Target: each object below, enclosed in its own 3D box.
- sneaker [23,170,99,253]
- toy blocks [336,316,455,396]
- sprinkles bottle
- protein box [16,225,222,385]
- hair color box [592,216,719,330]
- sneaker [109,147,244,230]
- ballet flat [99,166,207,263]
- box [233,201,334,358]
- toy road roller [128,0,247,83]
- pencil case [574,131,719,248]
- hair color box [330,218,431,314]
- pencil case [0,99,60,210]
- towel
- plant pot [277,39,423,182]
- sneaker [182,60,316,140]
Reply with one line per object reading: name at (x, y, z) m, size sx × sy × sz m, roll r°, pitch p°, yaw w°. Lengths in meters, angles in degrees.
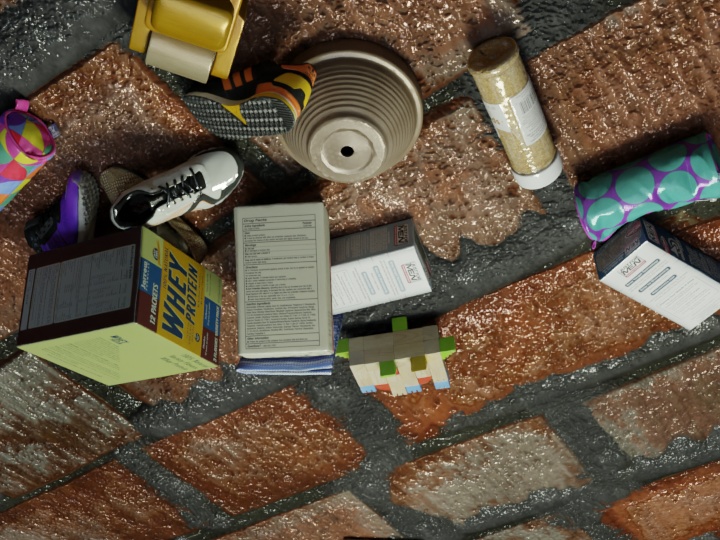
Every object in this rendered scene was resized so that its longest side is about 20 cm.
sneaker at (-0.430, -0.061, 1.283) m, size 0.097 × 0.071 × 0.202 m, roll 12°, pitch 133°, yaw -8°
toy blocks at (0.067, 0.157, 1.494) m, size 0.195 × 0.102 × 0.138 m, roll -9°, pitch 146°, yaw 9°
sprinkles bottle at (0.199, -0.197, 1.146) m, size 0.067 × 0.069 × 0.201 m, roll -18°, pitch 132°, yaw 18°
protein box at (-0.328, 0.057, 1.257) m, size 0.196 × 0.138 × 0.198 m, roll -11°, pitch 154°, yaw 22°
hair color box at (0.456, 0.005, 1.351) m, size 0.197 × 0.061 × 0.100 m, roll 25°, pitch 130°, yaw -24°
sneaker at (-0.244, -0.102, 1.202) m, size 0.197 × 0.080 × 0.075 m, roll -27°, pitch 99°, yaw 0°
ballet flat at (-0.293, -0.064, 1.281) m, size 0.070 × 0.066 × 0.200 m, roll -26°, pitch 129°, yaw 30°
box at (-0.104, 0.017, 1.252) m, size 0.124 × 0.205 × 0.109 m, roll -2°, pitch 173°, yaw 3°
toy road roller at (-0.189, -0.285, 1.004) m, size 0.120 × 0.148 × 0.202 m, roll 15°, pitch 134°, yaw -14°
pencil case at (0.391, -0.108, 1.220) m, size 0.196 × 0.085 × 0.094 m, roll -20°, pitch 104°, yaw 21°
hair color box at (0.000, 0.000, 1.349) m, size 0.195 × 0.062 × 0.100 m, roll -13°, pitch 134°, yaw 14°
pencil case at (-0.487, -0.135, 1.204) m, size 0.199 × 0.090 × 0.088 m, roll -35°, pitch 126°, yaw 28°
towel at (-0.102, 0.100, 1.360) m, size 0.141 × 0.201 × 0.024 m, roll -1°, pitch 112°, yaw 4°
plant pot at (-0.016, -0.181, 1.146) m, size 0.195 × 0.094 × 0.204 m, roll 0°, pitch 134°, yaw 0°
sneaker at (-0.134, -0.218, 1.116) m, size 0.197 × 0.091 × 0.070 m, roll 9°, pitch 146°, yaw 42°
